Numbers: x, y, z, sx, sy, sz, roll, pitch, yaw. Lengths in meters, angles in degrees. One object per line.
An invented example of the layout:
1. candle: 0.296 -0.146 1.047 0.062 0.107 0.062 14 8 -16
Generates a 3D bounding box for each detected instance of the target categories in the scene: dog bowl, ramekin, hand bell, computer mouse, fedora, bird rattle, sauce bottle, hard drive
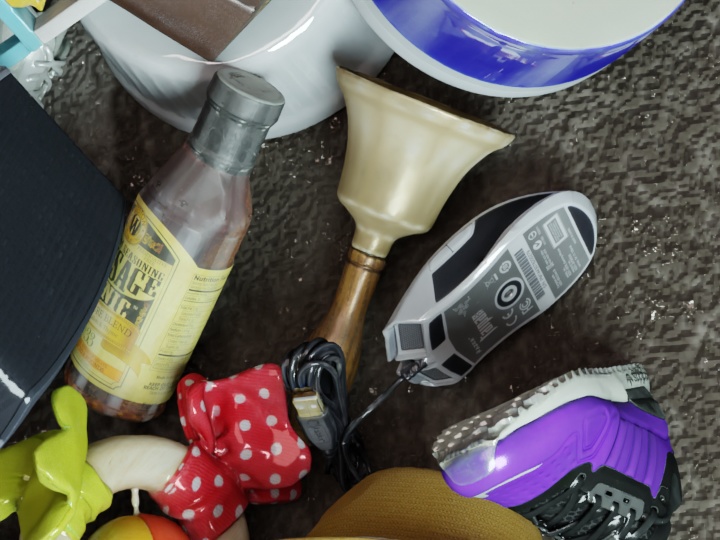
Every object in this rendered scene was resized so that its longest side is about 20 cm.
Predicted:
1. dog bowl: 0.084 -0.197 1.102 0.199 0.079 0.201 4 77 -20
2. ramekin: -0.073 -0.181 1.174 0.199 0.098 0.201 -3 79 13
3. hand bell: 0.000 0.000 1.141 0.104 0.104 0.201 23 98 16
4. computer mouse: 0.043 0.025 1.120 0.200 0.110 0.044 -40 48 -9
5. fedora: 0.029 0.157 1.060 0.200 0.201 0.082 5 54 14
6. bird rattle: -0.115 0.133 1.090 0.112 0.199 0.164 -7 83 48
7. sauce bottle: -0.099 -0.014 1.130 0.066 0.066 0.201 30 110 17
8. hard drive: -0.184 -0.016 1.052 0.042 0.200 0.135 -30 113 27

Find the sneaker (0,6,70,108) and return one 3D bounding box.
1. sneaker: -0.210 -0.111 1.209 0.081 0.075 0.201 -3 79 3

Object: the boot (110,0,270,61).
1. boot: -0.147 -0.145 1.079 0.199 0.064 0.187 23 121 -21

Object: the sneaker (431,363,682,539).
1. sneaker: 0.112 0.104 1.028 0.069 0.200 0.100 -27 79 29

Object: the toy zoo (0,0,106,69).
1. toy zoo: -0.214 -0.167 1.108 0.200 0.020 0.131 -32 117 18
